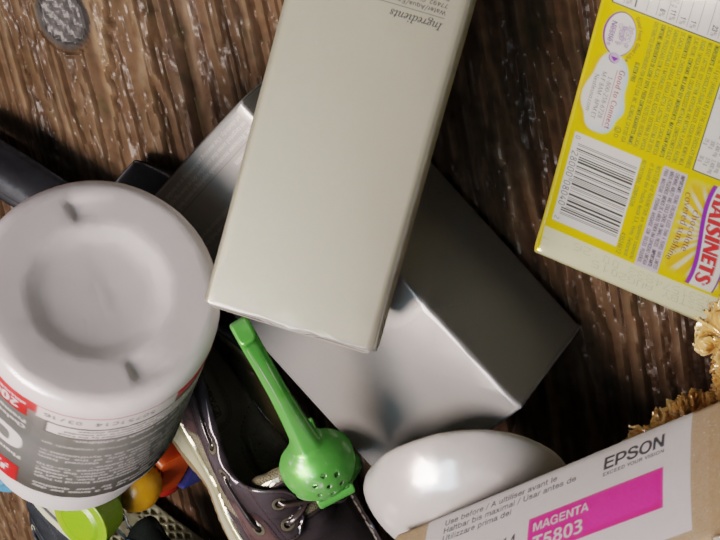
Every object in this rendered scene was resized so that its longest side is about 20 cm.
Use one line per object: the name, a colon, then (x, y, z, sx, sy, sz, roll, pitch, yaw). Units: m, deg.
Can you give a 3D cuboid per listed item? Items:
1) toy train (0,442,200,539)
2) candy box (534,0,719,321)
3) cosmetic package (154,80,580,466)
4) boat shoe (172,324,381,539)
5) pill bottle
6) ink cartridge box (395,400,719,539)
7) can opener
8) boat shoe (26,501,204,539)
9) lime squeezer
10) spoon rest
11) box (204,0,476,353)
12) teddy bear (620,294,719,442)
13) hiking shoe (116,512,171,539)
toy train: (-0.126, 0.119, 0.987, 0.199, 0.116, 0.085, 38, 131, 7)
candy box: (0.146, -0.074, 0.758, 0.102, 0.026, 0.201, 22, 127, 14)
cosmetic package: (0.000, 0.000, 0.858, 0.200, 0.090, 0.107, 47, 131, -5)
boat shoe: (-0.046, 0.114, 0.956, 0.201, 0.072, 0.065, 55, 153, -1)
pill bottle: (-0.139, 0.047, 0.855, 0.114, 0.114, 0.200, 40, 153, 5)
ink cartridge box: (0.135, 0.155, 0.775, 0.199, 0.076, 0.165, -27, 127, 34)
can opener: (-0.157, -0.034, 0.962, 0.199, 0.079, 0.063, 26, 167, 21)
boat shoe: (-0.132, 0.193, 1.067, 0.200, 0.075, 0.062, 42, 137, 9)
lime squeezer: (-0.029, 0.084, 0.834, 0.071, 0.038, 0.200, 45, 173, 17)
spoon rest: (0.077, 0.132, 0.866, 0.099, 0.061, 0.200, -21, 134, 24)
box: (-0.002, -0.073, 0.756, 0.081, 0.068, 0.202, 17, 96, 2)
teddy bear: (0.188, 0.097, 0.799, 0.144, 0.067, 0.201, 29, 130, 0)
hiking shoe: (-0.052, 0.195, 1.005, 0.198, 0.087, 0.075, 14, 147, -9)
